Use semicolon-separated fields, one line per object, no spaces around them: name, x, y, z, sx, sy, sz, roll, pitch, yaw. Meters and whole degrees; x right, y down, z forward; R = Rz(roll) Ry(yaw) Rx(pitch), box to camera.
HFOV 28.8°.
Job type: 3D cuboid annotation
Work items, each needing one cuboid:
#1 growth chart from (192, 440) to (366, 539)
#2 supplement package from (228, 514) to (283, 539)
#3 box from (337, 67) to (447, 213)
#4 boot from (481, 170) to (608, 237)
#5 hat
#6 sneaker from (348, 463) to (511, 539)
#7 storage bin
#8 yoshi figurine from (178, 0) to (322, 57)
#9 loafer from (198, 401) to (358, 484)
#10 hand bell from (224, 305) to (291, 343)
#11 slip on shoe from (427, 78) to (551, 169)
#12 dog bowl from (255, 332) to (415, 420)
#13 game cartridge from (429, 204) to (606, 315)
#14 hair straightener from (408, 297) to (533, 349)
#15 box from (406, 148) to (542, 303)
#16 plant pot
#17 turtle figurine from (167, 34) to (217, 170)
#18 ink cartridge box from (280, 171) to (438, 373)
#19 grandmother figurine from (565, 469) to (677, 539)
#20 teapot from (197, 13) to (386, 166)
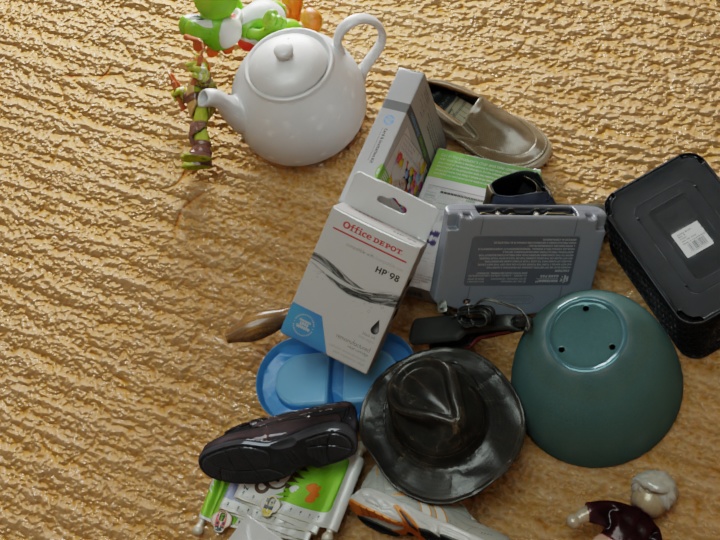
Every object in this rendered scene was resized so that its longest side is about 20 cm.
growth chart;-0.092;0.250;1.642;0.197;0.018;0.146;1;60;25
supplement package;-0.082;0.396;1.514;0.199;0.111;0.156;30;72;28
box;0.043;-0.124;1.745;0.041;0.156;0.202;15;66;23
boot;0.225;-0.070;1.669;0.197;0.098;0.075;-13;46;-20
hat;0.086;0.152;1.558;0.198;0.081;0.203;-7;53;9
sneaker;0.088;0.261;1.568;0.198;0.076;0.093;19;63;23
storage bin;0.385;-0.019;1.630;0.134;0.094;0.201;-28;57;-2
yoshi figurine;-0.152;-0.357;1.908;0.198;0.112;0.114;-10;87;-35
loafer;-0.092;0.198;1.628;0.197;0.072;0.063;-13;37;19
hand bell;-0.069;0.048;1.693;0.198;0.105;0.105;-20;58;-3
slip on shoe;0.155;-0.192;1.808;0.199;0.061;0.076;34;74;28
dog bowl;-0.024;0.137;1.680;0.197;0.050;0.113;-5;60;13
game cartridge;0.181;-0.012;1.636;0.197;0.135;0.041;1;27;-15
hair straightener;0.120;0.064;1.608;0.199;0.076;0.041;-7;61;54
box;0.131;-0.049;1.751;0.143;0.036;0.202;14;68;21
plant pot;0.259;0.102;1.572;0.197;0.135;0.203;-7;60;12
turtle figurine;-0.220;-0.221;1.898;0.063;0.200;0.164;1;82;-19
ink cartridge box;0.000;0.000;1.612;0.115;0.067;0.202;24;100;6
grandmother figurine;0.275;0.296;1.508;0.121;0.061;0.201;39;72;1
teapot;-0.083;-0.248;1.847;0.195;0.147;0.202;13;61;16
